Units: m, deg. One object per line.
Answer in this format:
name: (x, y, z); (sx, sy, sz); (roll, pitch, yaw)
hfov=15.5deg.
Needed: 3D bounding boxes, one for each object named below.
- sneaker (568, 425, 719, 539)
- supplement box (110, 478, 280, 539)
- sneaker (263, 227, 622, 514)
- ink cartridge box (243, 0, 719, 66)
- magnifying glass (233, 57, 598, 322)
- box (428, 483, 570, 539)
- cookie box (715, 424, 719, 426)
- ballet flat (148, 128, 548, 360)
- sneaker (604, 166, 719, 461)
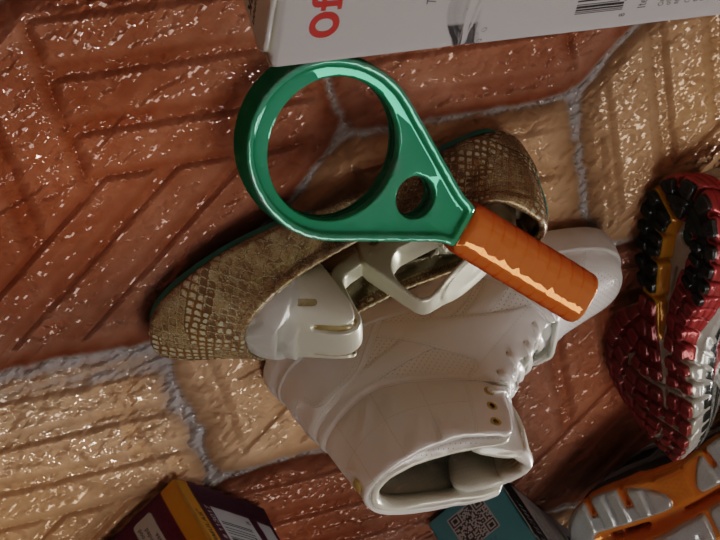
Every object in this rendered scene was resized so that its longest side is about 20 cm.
sneaker: (0.212, 0.113, 1.487); (0.199, 0.079, 0.077); (-17, -165, 29)
supplement box: (-0.114, 0.217, 1.335); (0.200, 0.111, 0.086); (-44, 146, 14)
sneaker: (0.065, 0.056, 1.294); (0.199, 0.116, 0.074); (-22, 143, -22)
ink cartridge box: (0.053, -0.165, 1.005); (0.199, 0.084, 0.145); (-9, 139, -17)
magnifying glass: (0.028, -0.030, 1.168); (0.199, 0.022, 0.080); (30, 90, -33)
box: (0.116, 0.190, 1.533); (0.049, 0.082, 0.200); (-39, 146, 7)
cookie box: (0.273, 0.160, 1.642); (0.199, 0.075, 0.172); (-14, 139, -31)
ballet flat: (0.000, 0.000, 1.210); (0.199, 0.065, 0.071); (-29, 146, -10)
sneaker: (0.188, 0.025, 1.398); (0.082, 0.078, 0.201); (-19, 143, -26)
